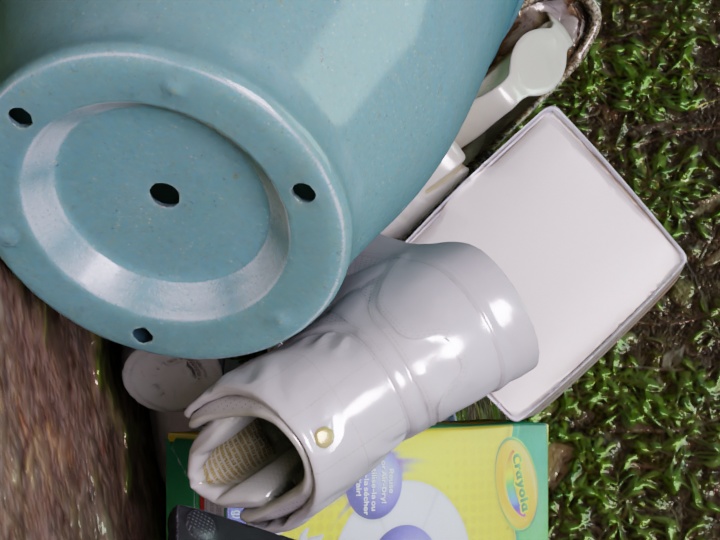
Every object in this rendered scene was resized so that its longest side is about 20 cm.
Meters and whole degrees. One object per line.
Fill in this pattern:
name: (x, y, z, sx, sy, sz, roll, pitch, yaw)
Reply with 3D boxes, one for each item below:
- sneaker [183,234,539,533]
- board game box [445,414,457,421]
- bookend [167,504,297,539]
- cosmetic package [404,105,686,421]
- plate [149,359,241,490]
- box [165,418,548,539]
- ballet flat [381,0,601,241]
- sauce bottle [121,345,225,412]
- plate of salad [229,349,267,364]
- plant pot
sneaker: (-0.024, 0.041, 0.895, 0.074, 0.115, 0.200, 60, -18, -6)
board game box: (0.000, 0.000, 1.121, 0.151, 0.036, 0.202, -96, 167, -79)
bookend: (-0.025, 0.197, 0.858, 0.200, 0.197, 0.093, -48, -147, 38)
cosmetic package: (0.079, 0.002, 1.058, 0.087, 0.103, 0.200, 48, 5, 7)
plate: (-0.061, 0.082, 1.109, 0.201, 0.032, 0.201, -91, 169, -57)
box: (0.012, 0.122, 1.004, 0.199, 0.048, 0.119, 0, 89, -41)
ballet flat: (0.034, -0.064, 1.020, 0.200, 0.075, 0.068, -44, 113, -32)
sauce bottle: (-0.075, -0.025, 1.016, 0.201, 0.065, 0.066, -97, 172, -48)
plate of salad: (-0.028, 0.046, 1.109, 0.200, 0.048, 0.202, -21, 90, -88)
plant pot: (-0.050, -0.079, 0.866, 0.189, 0.198, 0.201, -71, 153, -46)
